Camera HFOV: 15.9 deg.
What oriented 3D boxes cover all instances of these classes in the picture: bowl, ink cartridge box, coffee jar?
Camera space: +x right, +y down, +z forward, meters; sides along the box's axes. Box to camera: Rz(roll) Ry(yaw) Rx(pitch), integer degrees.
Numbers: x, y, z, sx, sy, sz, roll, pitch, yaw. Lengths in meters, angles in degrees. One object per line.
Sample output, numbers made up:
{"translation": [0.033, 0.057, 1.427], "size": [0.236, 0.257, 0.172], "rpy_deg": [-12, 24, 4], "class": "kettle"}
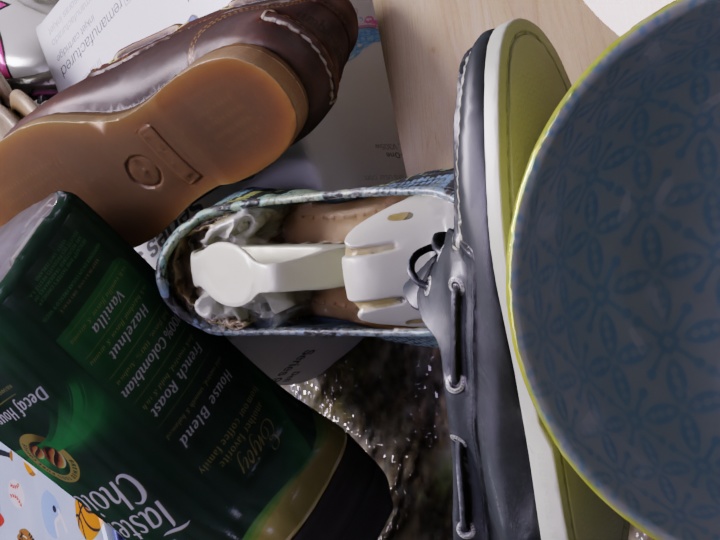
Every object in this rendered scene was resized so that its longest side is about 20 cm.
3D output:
{"translation": [0.149, -0.001, 0.868], "size": [0.108, 0.200, 0.201], "rpy_deg": [-55, -33, -84], "class": "bowl"}
{"translation": [-0.049, -0.065, 1.144], "size": [0.145, 0.087, 0.200], "rpy_deg": [-42, 63, 43], "class": "ink cartridge box"}
{"translation": [-0.085, 0.064, 1.076], "size": [0.200, 0.085, 0.104], "rpy_deg": [41, 145, -14], "class": "coffee jar"}

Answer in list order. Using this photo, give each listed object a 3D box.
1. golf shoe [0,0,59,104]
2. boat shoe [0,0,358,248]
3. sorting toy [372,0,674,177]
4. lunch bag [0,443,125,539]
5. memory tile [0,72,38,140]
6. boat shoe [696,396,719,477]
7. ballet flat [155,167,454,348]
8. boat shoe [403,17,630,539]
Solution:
{"translation": [-0.181, -0.135, 1.314], "size": [0.200, 0.072, 0.092], "rpy_deg": [22, 109, 48], "class": "golf shoe"}
{"translation": [-0.078, -0.061, 1.066], "size": [0.200, 0.070, 0.070], "rpy_deg": [-17, 119, 42], "class": "boat shoe"}
{"translation": [0.087, -0.154, 0.984], "size": [0.199, 0.069, 0.201], "rpy_deg": [-22, 74, 49], "class": "sorting toy"}
{"translation": [-0.125, 0.153, 1.262], "size": [0.160, 0.075, 0.201], "rpy_deg": [-29, 71, 51], "class": "lunch bag"}
{"translation": [-0.157, -0.038, 1.237], "size": [0.153, 0.017, 0.200], "rpy_deg": [44, 163, 37], "class": "memory tile"}
{"translation": [0.120, 0.057, 0.952], "size": [0.068, 0.073, 0.200], "rpy_deg": [-54, 50, 41], "class": "boat shoe"}
{"translation": [0.000, 0.000, 0.988], "size": [0.200, 0.074, 0.074], "rpy_deg": [-6, 88, 41], "class": "ballet flat"}
{"translation": [0.047, 0.013, 0.910], "size": [0.066, 0.074, 0.200], "rpy_deg": [-3, 105, 33], "class": "boat shoe"}
